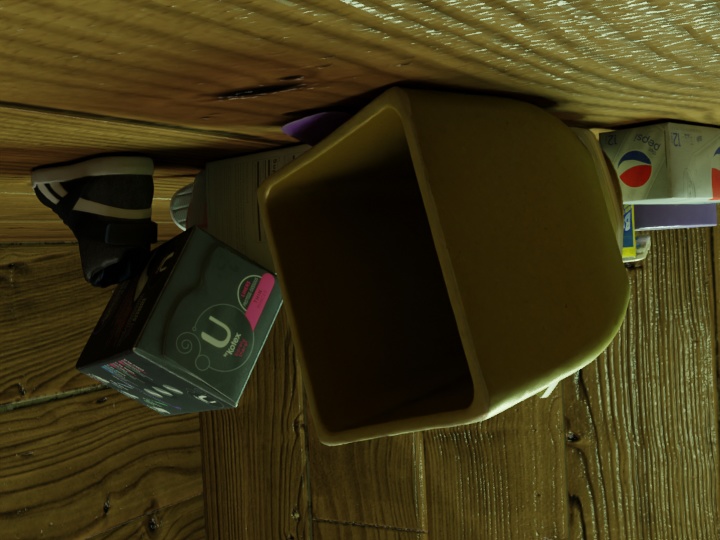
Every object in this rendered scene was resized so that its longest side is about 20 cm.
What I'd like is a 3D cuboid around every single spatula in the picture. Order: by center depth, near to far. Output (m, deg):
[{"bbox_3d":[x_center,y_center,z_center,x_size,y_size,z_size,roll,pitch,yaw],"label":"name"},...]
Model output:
[{"bbox_3d":[0.023,-0.098,0.688,0.056,0.021,0.199,-12,177,36],"label":"spatula"}]

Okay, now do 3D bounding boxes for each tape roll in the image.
[{"bbox_3d":[0.314,-0.089,1.089,0.196,0.087,0.200,-3,-178,0],"label":"tape roll"}]

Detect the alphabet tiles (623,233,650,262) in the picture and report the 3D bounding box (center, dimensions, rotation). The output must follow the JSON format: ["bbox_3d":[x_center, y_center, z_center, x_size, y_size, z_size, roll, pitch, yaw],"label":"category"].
[{"bbox_3d":[0.225,-0.014,1.046,0.197,0.015,0.195,-8,-172,22],"label":"alphabet tiles"}]

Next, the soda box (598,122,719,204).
[{"bbox_3d":[0.297,-0.094,0.839,0.068,0.065,0.198,-3,-179,44],"label":"soda box"}]

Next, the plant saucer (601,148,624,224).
[{"bbox_3d":[0.154,-0.024,0.823,0.035,0.204,0.200,13,174,-24],"label":"plant saucer"}]

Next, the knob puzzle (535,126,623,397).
[{"bbox_3d":[0.134,-0.027,0.761,0.030,0.224,0.218,-2,180,-39],"label":"knob puzzle"}]

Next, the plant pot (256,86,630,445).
[{"bbox_3d":[0.073,-0.006,0.649,0.198,0.198,0.195,-11,173,-35],"label":"plant pot"}]

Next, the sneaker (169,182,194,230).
[{"bbox_3d":[-0.120,-0.071,1.059,0.196,0.074,0.071,-3,178,-15],"label":"sneaker"}]

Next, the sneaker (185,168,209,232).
[{"bbox_3d":[-0.105,-0.048,0.983,0.075,0.106,0.199,-18,154,33],"label":"sneaker"}]

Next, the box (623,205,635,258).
[{"bbox_3d":[0.184,-0.040,0.964,0.069,0.066,0.198,-4,180,-39],"label":"box"}]

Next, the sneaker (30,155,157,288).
[{"bbox_3d":[-0.254,-0.040,0.856,0.072,0.114,0.199,-2,180,-37],"label":"sneaker"}]

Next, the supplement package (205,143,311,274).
[{"bbox_3d":[-0.040,-0.052,0.844,0.113,0.112,0.198,-3,-179,-44],"label":"supplement package"}]

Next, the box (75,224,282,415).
[{"bbox_3d":[-0.167,0.053,0.843,0.105,0.124,0.199,32,157,-21],"label":"box"}]
